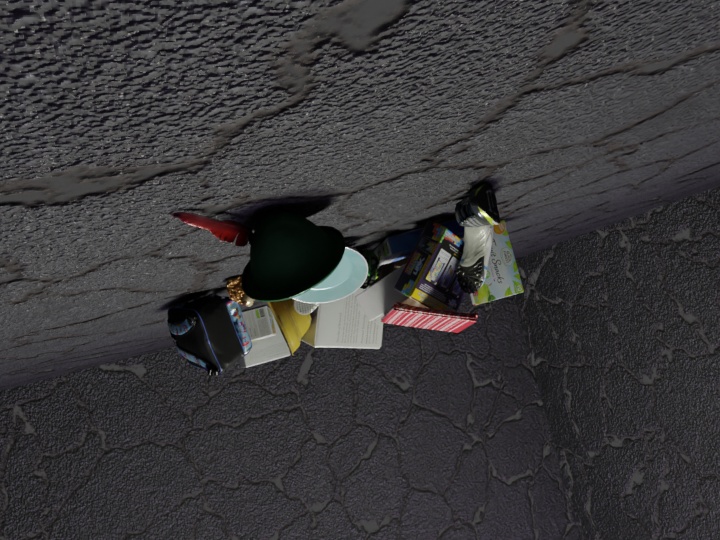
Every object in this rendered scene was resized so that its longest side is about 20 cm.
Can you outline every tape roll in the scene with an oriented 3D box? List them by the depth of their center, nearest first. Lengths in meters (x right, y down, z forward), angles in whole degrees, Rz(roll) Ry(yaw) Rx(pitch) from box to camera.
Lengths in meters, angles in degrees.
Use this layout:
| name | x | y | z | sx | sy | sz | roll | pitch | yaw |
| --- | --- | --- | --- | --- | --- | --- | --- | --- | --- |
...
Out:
| name | x | y | z | sx | sy | sz | roll | pitch | yaw |
| --- | --- | --- | --- | --- | --- | --- | --- | --- | --- |
| tape roll | 0.085 | 0.041 | 1.460 | 0.200 | 0.072 | 0.202 | -33 | 179 | -1 |

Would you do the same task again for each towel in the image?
| name | x | y | z | sx | sy | sz | roll | pitch | yaw |
| --- | --- | --- | --- | --- | --- | --- | --- | --- | --- |
| towel | 0.153 | 0.108 | 1.365 | 0.195 | 0.023 | 0.145 | 8 | 162 | -7 |

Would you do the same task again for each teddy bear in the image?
| name | x | y | z | sx | sy | sz | roll | pitch | yaw |
| --- | --- | --- | --- | --- | --- | --- | --- | --- | --- |
| teddy bear | -0.203 | 0.033 | 1.369 | 0.196 | 0.068 | 0.144 | -13 | 172 | -33 |

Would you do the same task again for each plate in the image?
| name | x | y | z | sx | sy | sz | roll | pitch | yaw |
| --- | --- | --- | --- | --- | --- | --- | --- | --- | --- |
| plate | -0.081 | 0.003 | 1.284 | 0.195 | 0.026 | 0.202 | -8 | 142 | -6 |

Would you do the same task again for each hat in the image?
| name | x | y | z | sx | sy | sz | roll | pitch | yaw |
| --- | --- | --- | --- | --- | --- | --- | --- | --- | --- |
| hat | -0.122 | -0.073 | 0.818 | 0.162 | 0.179 | 0.202 | -17 | -148 | 8 |

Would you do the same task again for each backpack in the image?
| name | x | y | z | sx | sy | sz | roll | pitch | yaw |
| --- | --- | --- | --- | --- | --- | --- | --- | --- | --- |
| backpack | -0.385 | 0.151 | 1.497 | 0.197 | 0.187 | 0.133 | 0 | -156 | 47 |

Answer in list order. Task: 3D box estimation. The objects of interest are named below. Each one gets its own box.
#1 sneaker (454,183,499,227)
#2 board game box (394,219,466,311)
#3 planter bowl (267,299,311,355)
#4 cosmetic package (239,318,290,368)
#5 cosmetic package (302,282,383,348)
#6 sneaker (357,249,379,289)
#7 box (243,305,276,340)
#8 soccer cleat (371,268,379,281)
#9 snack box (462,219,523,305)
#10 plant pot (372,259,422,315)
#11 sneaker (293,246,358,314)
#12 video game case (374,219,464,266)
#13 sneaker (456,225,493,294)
| name | x | y | z | sx | sy | sz | roll | pitch | yaw |
| --- | --- | --- | --- | --- | --- | --- | --- | --- | --- |
| sneaker | 0.213 | -0.109 | 1.117 | 0.079 | 0.076 | 0.200 | -13 | 173 | 15 |
| board game box | 0.179 | 0.003 | 1.349 | 0.056 | 0.168 | 0.199 | 30 | -178 | 40 |
| planter bowl | -0.177 | 0.102 | 1.519 | 0.082 | 0.204 | 0.200 | -25 | 177 | -11 |
| cosmetic package | -0.416 | 0.281 | 2.511 | 0.195 | 0.205 | 0.123 | -12 | 174 | -24 |
| cosmetic package | -0.058 | 0.111 | 1.628 | 0.195 | 0.171 | 0.166 | 5 | -177 | -27 |
| sneaker | -0.006 | -0.006 | 1.477 | 0.086 | 0.078 | 0.199 | -51 | -160 | -13 |
| box | -0.387 | 0.206 | 2.313 | 0.099 | 0.115 | 0.200 | -14 | 176 | -5 |
| soccer cleat | 0.000 | 0.000 | 1.626 | 0.079 | 0.069 | 0.200 | -7 | 175 | -12 |
| snack box | 0.352 | -0.021 | 1.660 | 0.139 | 0.205 | 0.053 | -15 | 174 | 1 |
| plant pot | 0.146 | 0.032 | 1.734 | 0.195 | 0.205 | 0.198 | -13 | 168 | -13 |
| sneaker | -0.074 | 0.008 | 1.401 | 0.199 | 0.073 | 0.114 | -40 | -174 | 17 |
| video game case | 0.143 | -0.066 | 1.460 | 0.195 | 0.047 | 0.181 | -15 | 175 | -10 |
| sneaker | 0.253 | -0.043 | 1.308 | 0.071 | 0.205 | 0.072 | 21 | -148 | 29 |
